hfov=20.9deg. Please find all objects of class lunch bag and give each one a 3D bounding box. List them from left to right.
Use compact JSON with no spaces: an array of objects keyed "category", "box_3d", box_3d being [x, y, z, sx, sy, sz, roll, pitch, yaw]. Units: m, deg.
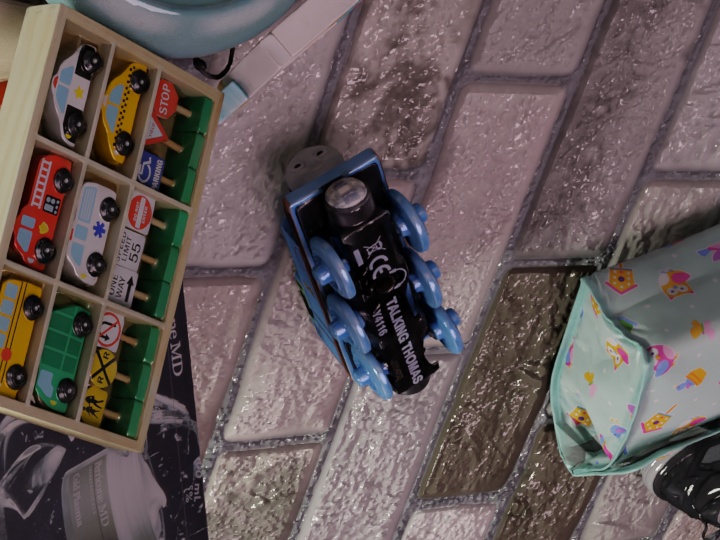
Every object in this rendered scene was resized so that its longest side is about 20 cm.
[{"category":"lunch bag","box_3d":[0.246,0.077,1.528,0.170,0.122,0.200,-19,142,-23]}]

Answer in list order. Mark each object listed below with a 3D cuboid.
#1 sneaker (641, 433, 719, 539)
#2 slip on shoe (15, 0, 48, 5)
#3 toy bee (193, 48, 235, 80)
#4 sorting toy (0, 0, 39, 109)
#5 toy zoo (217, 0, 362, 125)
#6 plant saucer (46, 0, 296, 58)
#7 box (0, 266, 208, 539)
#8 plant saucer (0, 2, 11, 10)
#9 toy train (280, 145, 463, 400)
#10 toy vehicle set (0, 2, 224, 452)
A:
[{"category":"sneaker","box_3d":[0.345,0.151,1.656,0.200,0.114,0.075,-38,137,-1]},{"category":"slip on shoe","box_3d":[-0.183,-0.168,1.081,0.074,0.061,0.200,-14,145,-9]},{"category":"toy bee","box_3d":[-0.063,-0.201,1.096,0.200,0.109,0.131,47,55,-54]},{"category":"sorting toy","box_3d":[-0.236,-0.072,1.051,0.185,0.036,0.200,9,140,-28]},{"category":"toy zoo","box_3d":[-0.017,-0.155,1.137,0.200,0.131,0.020,-42,96,-14]},{"category":"plant saucer","box_3d":[-0.095,-0.211,1.014,0.200,0.027,0.200,-2,93,-30]},{"category":"box","box_3d":[-0.196,0.092,1.046,0.197,0.124,0.200,-16,103,-52]},{"category":"plant saucer","box_3d":[-0.261,-0.102,1.063,0.200,0.037,0.200,-8,145,-6]},{"category":"toy train","box_3d":[0.000,0.000,1.301,0.087,0.114,0.200,-32,137,-11]},{"category":"toy vehicle set","box_3d":[-0.140,-0.019,0.991,0.124,0.027,0.200,25,73,-48]}]
